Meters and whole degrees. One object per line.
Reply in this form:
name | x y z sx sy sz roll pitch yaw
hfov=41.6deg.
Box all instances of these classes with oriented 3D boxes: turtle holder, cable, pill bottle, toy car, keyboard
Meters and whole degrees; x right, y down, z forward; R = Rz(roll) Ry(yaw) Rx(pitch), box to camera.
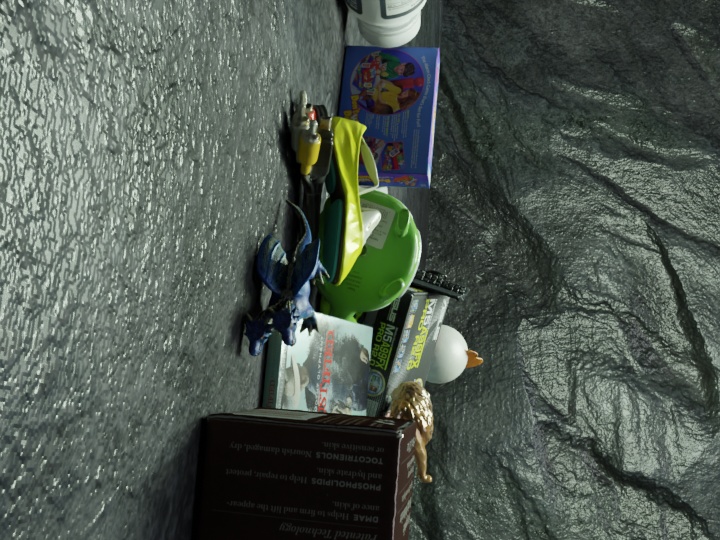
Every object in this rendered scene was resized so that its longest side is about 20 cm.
turtle holder | 0.010 -0.005 1.182 0.132 0.141 0.186 12 69 -82
cable | -0.064 -0.107 1.070 0.097 0.050 0.200 -104 -159 -51
pill bottle | 0.032 -0.401 1.273 0.200 0.119 0.120 81 15 -60
toy car | 0.097 0.136 1.543 0.177 0.200 0.185 123 -16 -57
keyboard | 0.057 -0.001 1.342 0.127 0.200 0.021 -29 138 -80

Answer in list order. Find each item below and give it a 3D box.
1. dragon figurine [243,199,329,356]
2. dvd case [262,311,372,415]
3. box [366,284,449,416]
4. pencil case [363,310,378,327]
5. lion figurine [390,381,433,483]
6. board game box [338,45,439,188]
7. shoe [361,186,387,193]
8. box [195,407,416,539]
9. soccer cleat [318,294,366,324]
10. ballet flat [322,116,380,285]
dragon figurine | -0.068 0.001 0.935 0.099 0.059 0.200 79 18 -63
dvd case | -0.044 0.122 1.057 0.200 0.022 0.146 22 71 -59
box | 0.055 0.119 1.312 0.160 0.044 0.201 4 103 -66
pencil case | 0.007 0.053 1.406 0.083 0.091 0.200 54 25 -26
lion figurine | 0.029 0.220 1.182 0.200 0.072 0.123 -20 104 -54
board game box | 0.038 -0.218 1.336 0.045 0.134 0.201 70 25 -69
shoe | 0.008 -0.075 1.399 0.200 0.071 0.091 -40 127 -85
box | -0.043 0.226 0.826 0.166 0.164 0.201 36 58 -81
soccer cleat | -0.028 0.082 1.281 0.081 0.067 0.201 168 -71 -83
ballet flat | -0.011 -0.082 1.094 0.067 0.067 0.201 145 -57 -67
